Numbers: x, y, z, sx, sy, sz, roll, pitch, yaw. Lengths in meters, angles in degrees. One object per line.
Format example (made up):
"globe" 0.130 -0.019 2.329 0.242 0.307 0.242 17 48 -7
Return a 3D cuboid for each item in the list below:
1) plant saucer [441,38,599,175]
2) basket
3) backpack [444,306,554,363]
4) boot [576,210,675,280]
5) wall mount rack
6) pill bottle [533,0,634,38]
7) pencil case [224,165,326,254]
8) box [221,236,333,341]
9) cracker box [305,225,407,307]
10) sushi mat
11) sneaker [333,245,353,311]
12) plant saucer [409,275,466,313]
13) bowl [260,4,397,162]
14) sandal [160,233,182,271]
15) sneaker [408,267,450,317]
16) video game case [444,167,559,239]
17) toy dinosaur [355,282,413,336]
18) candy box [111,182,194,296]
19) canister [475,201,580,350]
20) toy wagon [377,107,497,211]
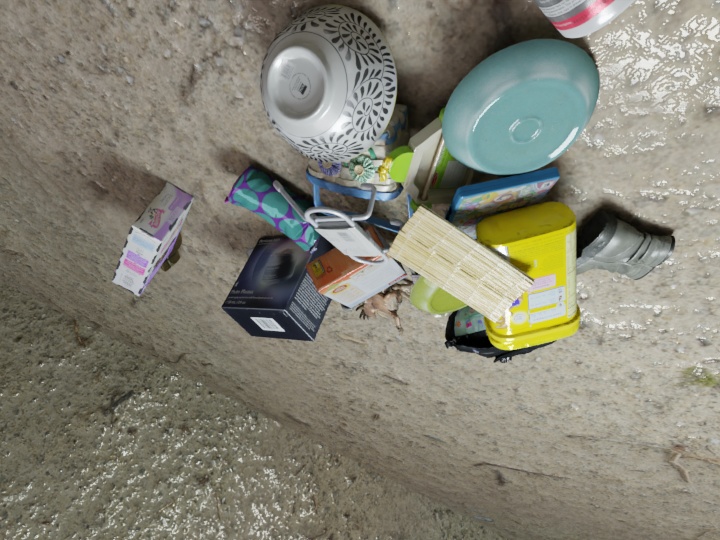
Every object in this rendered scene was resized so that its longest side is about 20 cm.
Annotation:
"plant saucer" 0.202 -0.184 0.669 0.197 0.036 0.201 -5 145 -3
"basket" -0.002 -0.156 0.834 0.174 0.140 0.202 13 139 19
"backpack" 0.278 0.098 1.041 0.165 0.129 0.199 13 156 -29
"boot" 0.391 -0.009 0.867 0.129 0.068 0.200 21 151 -6
"wall mount rack" -0.035 -0.075 0.795 0.171 0.076 0.200 3 161 27
"pill bottle" 0.171 -0.322 0.485 0.199 0.112 0.110 37 147 -22
"pencil case" -0.159 -0.118 1.055 0.199 0.086 0.093 34 120 -15
"box" -0.166 0.034 1.183 0.198 0.200 0.124 -1 141 35
"cracker box" 0.000 0.000 0.971 0.133 0.058 0.200 -30 162 7
"sushi mat" 0.140 -0.007 0.762 0.198 0.012 0.096 32 129 -7
"sneaker" -0.020 -0.001 1.105 0.076 0.082 0.202 0 127 7
"plant saucer" 0.183 0.021 0.961 0.197 0.031 0.201 -20 149 -12
"bowl" -0.060 -0.238 0.693 0.198 0.094 0.204 7 107 21
"sandal" -0.517 -0.059 1.422 0.054 0.080 0.200 46 153 4
"sneaker" 0.142 0.022 1.059 0.081 0.089 0.200 -7 137 42
"video game case" 0.195 -0.087 0.808 0.141 0.018 0.200 -13 164 -5
"toy dinosaur" 0.044 0.058 1.196 0.134 0.086 0.201 18 144 23
"candy box" -0.466 -0.070 1.212 0.071 0.169 0.200 30 131 -12
"canister" 0.254 0.010 0.815 0.146 0.087 0.202 -14 124 4
"toy wagon" 0.113 -0.152 0.753 0.197 0.040 0.156 -4 135 -21
